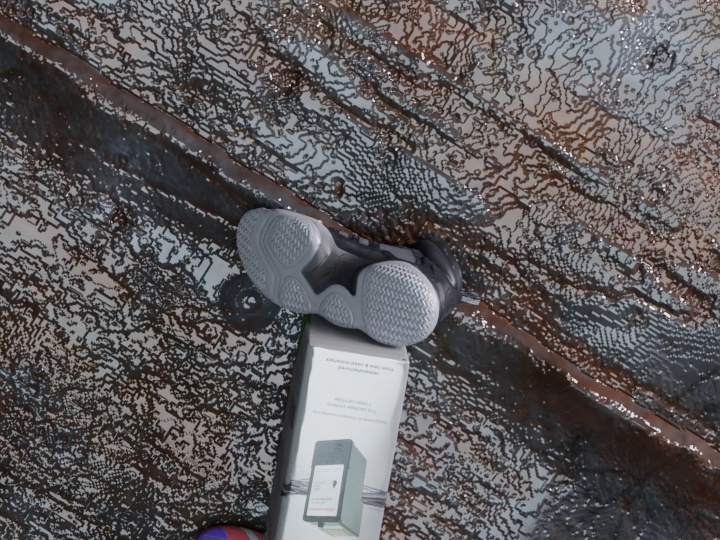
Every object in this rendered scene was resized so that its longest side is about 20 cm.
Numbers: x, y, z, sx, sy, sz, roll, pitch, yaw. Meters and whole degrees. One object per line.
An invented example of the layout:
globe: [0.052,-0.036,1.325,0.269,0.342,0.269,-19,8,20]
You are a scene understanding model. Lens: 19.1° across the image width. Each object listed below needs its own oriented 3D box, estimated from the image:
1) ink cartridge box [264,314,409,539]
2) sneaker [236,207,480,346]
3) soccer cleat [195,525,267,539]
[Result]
ink cartridge box: [-0.021,0.143,1.719,0.084,0.146,0.201,9,102,-5]
sneaker: [0.000,0.000,1.728,0.200,0.114,0.076,25,111,30]
soccer cleat: [-0.055,0.285,1.784,0.200,0.076,0.067,40,98,-9]
